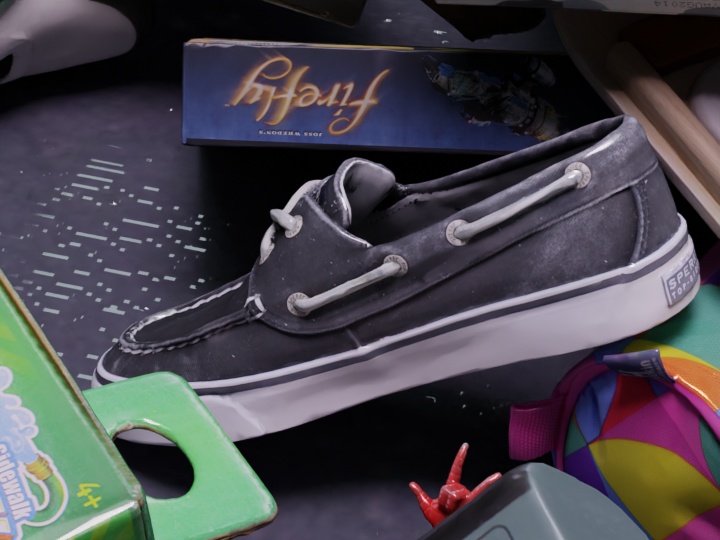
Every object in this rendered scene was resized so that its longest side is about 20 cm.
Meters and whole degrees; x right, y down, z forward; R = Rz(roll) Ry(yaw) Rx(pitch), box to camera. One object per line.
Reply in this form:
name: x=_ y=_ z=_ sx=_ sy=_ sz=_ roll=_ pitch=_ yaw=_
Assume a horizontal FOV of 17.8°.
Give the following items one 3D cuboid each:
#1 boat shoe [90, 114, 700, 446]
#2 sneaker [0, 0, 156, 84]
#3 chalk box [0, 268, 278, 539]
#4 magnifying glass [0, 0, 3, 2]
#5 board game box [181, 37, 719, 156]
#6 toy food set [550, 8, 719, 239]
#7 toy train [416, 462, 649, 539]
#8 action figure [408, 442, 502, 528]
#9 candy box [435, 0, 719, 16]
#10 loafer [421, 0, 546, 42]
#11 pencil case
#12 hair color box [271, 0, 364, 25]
boat shoe: x=0.000 y=0.000 z=0.697 sx=0.199 sy=0.068 sz=0.072 roll=-14 pitch=20 yaw=25
sneaker: x=-0.170 y=-0.075 z=0.834 sx=0.198 sy=0.074 sz=0.081 roll=-8 pitch=64 yaw=-14
chalk box: x=-0.121 y=0.078 z=0.589 sx=0.199 sy=0.124 sz=0.125 roll=-26 pitch=50 yaw=-19
magnifying glass: x=-0.166 y=-0.083 z=0.787 sx=0.079 sy=0.022 sz=0.201 roll=21 pitch=65 yaw=-3
board game box: x=0.040 y=-0.059 z=0.794 sx=0.198 sy=0.035 sz=0.136 roll=2 pitch=6 yaw=-1
toy food set: x=0.162 y=-0.060 z=0.682 sx=0.143 sy=0.061 sz=0.200 roll=-17 pitch=49 yaw=-20
toy train: x=0.010 y=0.136 z=0.525 sx=0.085 sy=0.200 sz=0.114 roll=27 pitch=29 yaw=-50
action figure: x=0.034 y=0.120 z=0.594 sx=0.200 sy=0.100 sz=0.065 roll=34 pitch=17 yaw=33
candy box: x=0.101 y=-0.169 z=0.713 sx=0.135 sy=0.061 sz=0.201 roll=3 pitch=52 yaw=13
loafer: x=0.042 y=-0.113 z=0.786 sx=0.199 sy=0.072 sz=0.073 roll=8 pitch=14 yaw=-22
pencil case: x=0.138 y=0.016 z=0.734 sx=0.088 sy=0.089 sz=0.200 roll=30 pitch=46 yaw=27
hair color box: x=-0.058 y=-0.176 z=0.894 sx=0.109 sy=0.065 sz=0.200 roll=15 pitch=27 yaw=-22
